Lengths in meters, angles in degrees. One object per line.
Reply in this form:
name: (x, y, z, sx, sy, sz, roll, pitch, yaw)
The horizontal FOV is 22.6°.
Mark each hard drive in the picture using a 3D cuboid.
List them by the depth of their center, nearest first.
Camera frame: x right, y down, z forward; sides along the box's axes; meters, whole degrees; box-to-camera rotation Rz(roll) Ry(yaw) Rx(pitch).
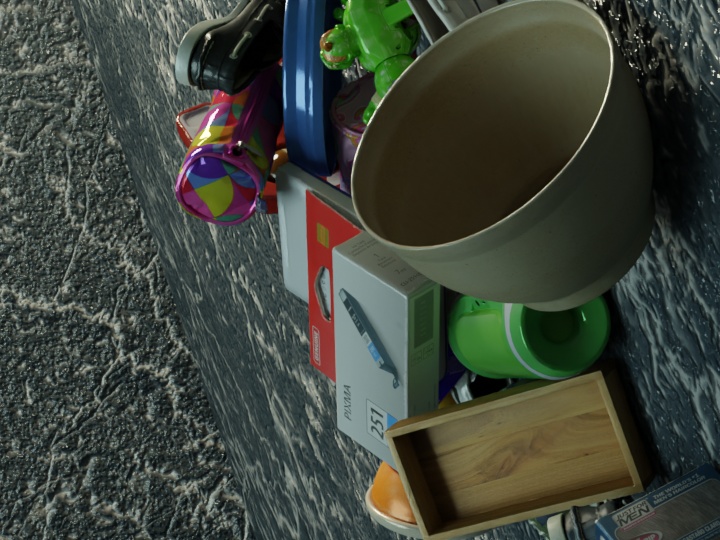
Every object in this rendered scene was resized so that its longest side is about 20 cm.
hard drive: (0.000, 0.000, 1.577, 0.199, 0.025, 0.133, 32, 137, 40)

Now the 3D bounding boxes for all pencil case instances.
pencil case: (-0.110, -0.123, 1.648, 0.201, 0.087, 0.089, -79, -20, -54)
pencil case: (0.014, -0.090, 1.671, 0.201, 0.087, 0.088, 87, 156, -54)

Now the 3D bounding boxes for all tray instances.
tray: (0.124, 0.145, 1.429, 0.037, 0.198, 0.100, -29, -80, -60)

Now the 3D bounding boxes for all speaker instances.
speaker: (0.129, 0.044, 1.431, 0.200, 0.088, 0.089, 169, 80, -76)

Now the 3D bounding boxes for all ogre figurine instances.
ogre figurine: (0.017, -0.194, 1.497, 0.120, 0.097, 0.203, 52, -147, -79)

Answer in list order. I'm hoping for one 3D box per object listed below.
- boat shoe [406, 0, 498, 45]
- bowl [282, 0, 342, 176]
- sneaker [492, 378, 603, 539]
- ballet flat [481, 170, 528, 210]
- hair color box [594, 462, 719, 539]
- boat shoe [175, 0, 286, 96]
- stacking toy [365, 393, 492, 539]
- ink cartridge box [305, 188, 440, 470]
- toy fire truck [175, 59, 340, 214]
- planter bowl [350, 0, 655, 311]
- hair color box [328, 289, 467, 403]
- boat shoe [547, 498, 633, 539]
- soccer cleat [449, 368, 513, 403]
boat shoe: (0.084, -0.152, 1.342, 0.202, 0.065, 0.072, 67, 166, 3)
bowl: (-0.043, -0.187, 1.643, 0.201, 0.039, 0.203, 1, -90, -86)
sneaker: (0.155, 0.179, 1.491, 0.067, 0.089, 0.202, -61, -40, -65)
ballet flat: (0.117, -0.040, 1.354, 0.200, 0.046, 0.068, 51, -133, -74)
hair color box: (0.228, 0.242, 1.314, 0.061, 0.099, 0.201, 51, 159, 42)
boat shoe: (-0.096, -0.207, 1.633, 0.060, 0.200, 0.076, 20, 127, 16)
stacking toy: (0.080, 0.153, 1.782, 0.146, 0.144, 0.202, -142, 51, -64)
ink cartridge box: (-0.004, 0.054, 1.557, 0.176, 0.044, 0.202, 33, 138, 38)
toy fire truck: (-0.081, -0.121, 1.813, 0.113, 0.166, 0.200, 81, 161, -44)
planter bowl: (0.111, -0.058, 1.177, 0.135, 0.200, 0.200, 45, -177, -37)
hair color box: (0.047, 0.055, 1.628, 0.110, 0.064, 0.201, 58, 137, 25)
boat shoe: (0.202, 0.212, 1.378, 0.200, 0.061, 0.076, 38, -147, -56)
soccer cleat: (0.097, 0.081, 1.669, 0.201, 0.068, 0.085, 60, 156, 18)
